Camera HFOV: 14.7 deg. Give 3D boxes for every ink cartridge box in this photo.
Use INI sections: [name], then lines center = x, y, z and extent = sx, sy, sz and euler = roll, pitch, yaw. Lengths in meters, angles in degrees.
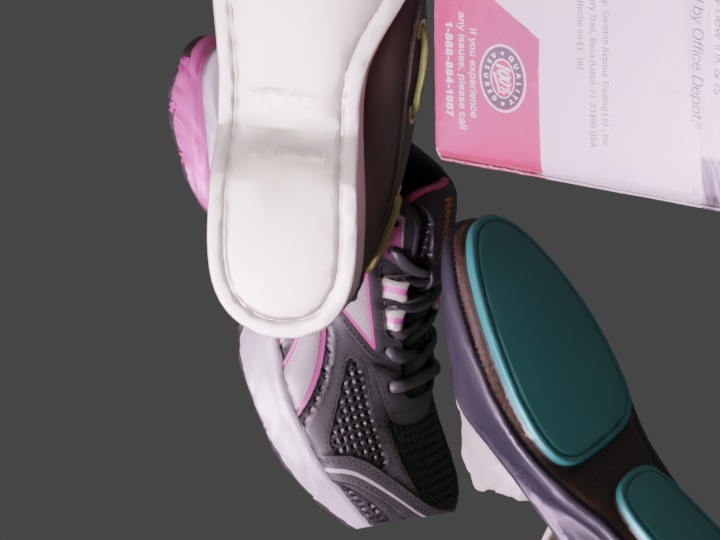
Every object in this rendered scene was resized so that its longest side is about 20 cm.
[ink cartridge box]
center = 0.125, -0.097, 0.892
extent = 0.199, 0.083, 0.147
euler = 12, 112, 34

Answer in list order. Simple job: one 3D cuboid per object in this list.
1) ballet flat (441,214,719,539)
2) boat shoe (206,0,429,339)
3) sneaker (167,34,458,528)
[ballet flat]
center = 0.076, 0.077, 1.000
extent = 0.073, 0.073, 0.200
euler = -40, 82, 39
[boat shoe]
center = -0.012, -0.080, 0.954
extent = 0.072, 0.060, 0.203
euler = 11, 103, 13
[sneaker]
center = 0.000, 0.000, 1.028
extent = 0.086, 0.080, 0.201
euler = -17, 101, 29
